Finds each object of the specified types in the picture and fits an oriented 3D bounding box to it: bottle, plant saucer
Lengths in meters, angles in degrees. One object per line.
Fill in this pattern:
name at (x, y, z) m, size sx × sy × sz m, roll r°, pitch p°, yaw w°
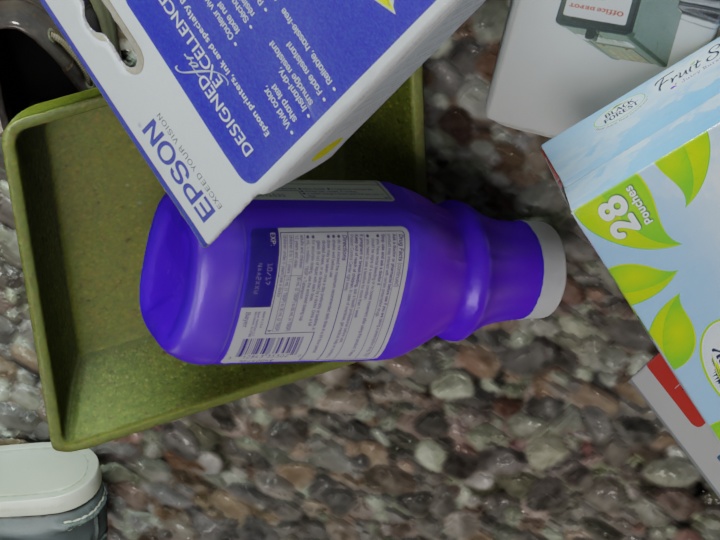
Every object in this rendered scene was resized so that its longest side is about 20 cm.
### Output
bottle at (0.000, 0.000, 1.255) m, size 0.200 × 0.065 × 0.084 m, roll -1°, pitch 120°, yaw -29°
plant saucer at (-0.068, -0.028, 1.275) m, size 0.200 × 0.048 × 0.200 m, roll -17°, pitch 132°, yaw -16°

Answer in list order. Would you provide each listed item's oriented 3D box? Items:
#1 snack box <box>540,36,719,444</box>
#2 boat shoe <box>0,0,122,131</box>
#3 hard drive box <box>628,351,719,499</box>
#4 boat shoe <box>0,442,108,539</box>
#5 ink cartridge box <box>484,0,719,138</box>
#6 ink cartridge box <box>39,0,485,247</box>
snack box at (0.192, -0.006, 1.062) m, size 0.168 × 0.068 × 0.200 m, roll -30°, pitch 117°, yaw 8°
boat shoe at (-0.139, -0.060, 1.305) m, size 0.074 × 0.073 × 0.200 m, roll -6°, pitch 127°, yaw 24°
hard drive box at (0.240, 0.080, 1.223) m, size 0.200 × 0.077 × 0.156 m, roll 53°, pitch 143°, yaw 10°
boat shoe at (-0.233, 0.137, 1.509) m, size 0.200 × 0.073 × 0.062 m, roll -4°, pitch 124°, yaw 15°
ink cartridge box at (0.117, -0.165, 1.078) m, size 0.084 × 0.146 × 0.200 m, roll 15°, pitch 133°, yaw 1°
ink cartridge box at (-0.052, -0.139, 1.016) m, size 0.198 × 0.047 × 0.200 m, roll 57°, pitch 140°, yaw 7°
